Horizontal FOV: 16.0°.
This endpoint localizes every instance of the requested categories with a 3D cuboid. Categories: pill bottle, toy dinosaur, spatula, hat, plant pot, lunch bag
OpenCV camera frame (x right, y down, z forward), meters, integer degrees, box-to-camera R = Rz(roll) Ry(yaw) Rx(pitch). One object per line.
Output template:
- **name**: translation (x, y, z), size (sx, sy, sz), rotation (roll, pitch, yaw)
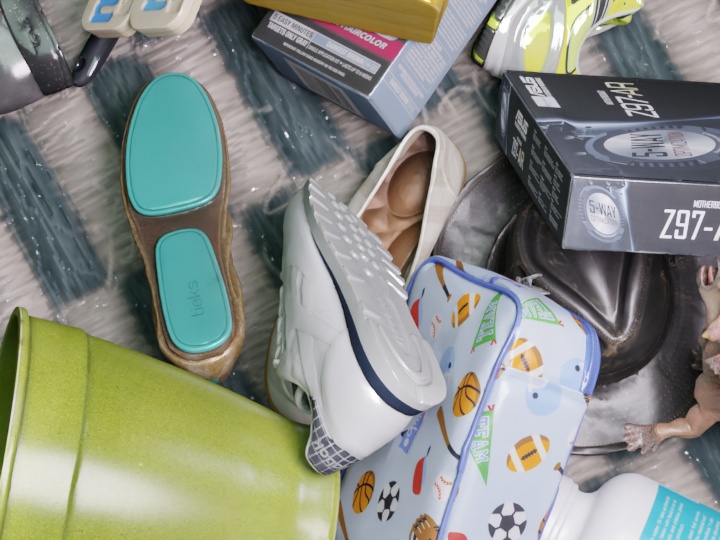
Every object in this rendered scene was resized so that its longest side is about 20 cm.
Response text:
- **pill bottle**: translation (0.181, 0.187, 1.466), size (0.199, 0.111, 0.111), rotation (26, 76, 4)
- **toy dinosaur**: translation (0.246, 0.076, 1.472), size (0.199, 0.135, 0.086), rotation (26, 67, -26)
- **spatula**: translation (-0.133, -0.203, 1.594), size (0.021, 0.056, 0.201), rotation (29, 79, -37)
- **hat**: translation (0.138, 0.005, 1.528), size (0.200, 0.081, 0.202), rotation (1, 75, -4)
- **plant pot**: translation (-0.117, 0.136, 1.438), size (0.192, 0.200, 0.201), rotation (11, 75, -12)
- **lunch bag**: translation (0.055, 0.091, 1.452), size (0.075, 0.160, 0.201), rotation (21, 92, -26)

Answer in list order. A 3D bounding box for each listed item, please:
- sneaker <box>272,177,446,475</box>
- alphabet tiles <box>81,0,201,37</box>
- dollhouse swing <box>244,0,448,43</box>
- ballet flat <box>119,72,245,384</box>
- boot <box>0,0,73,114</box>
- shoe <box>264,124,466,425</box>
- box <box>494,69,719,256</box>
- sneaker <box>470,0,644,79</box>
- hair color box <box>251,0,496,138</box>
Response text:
- **sneaker**: translation (-0.019, 0.026, 1.447), size (0.076, 0.200, 0.080), rotation (32, 114, -32)
- **alphabet tiles**: translation (-0.102, -0.231, 1.546), size (0.015, 0.195, 0.201), rotation (32, 71, -39)
- **dollhouse swing**: translation (0.007, -0.263, 1.462), size (0.181, 0.176, 0.201), rotation (15, 75, 23)
- **ballet flat**: translation (-0.102, -0.019, 1.521), size (0.067, 0.072, 0.201), rotation (-11, 61, -4)
- **boot**: translation (-0.271, -0.170, 1.565), size (0.131, 0.070, 0.201), rotation (-25, 73, -3)
- **shoe**: translation (0.000, 0.000, 1.533), size (0.070, 0.053, 0.201), rotation (27, 81, 7)
- **box**: translation (0.174, -0.062, 1.479), size (0.159, 0.200, 0.044), rotation (3, 111, -9)
- **sneaker**: translation (0.148, -0.194, 1.592), size (0.076, 0.075, 0.200), rotation (34, 86, -2)
- **hair color box**: translation (0.035, -0.191, 1.559), size (0.099, 0.061, 0.200), rotation (30, 80, 31)
